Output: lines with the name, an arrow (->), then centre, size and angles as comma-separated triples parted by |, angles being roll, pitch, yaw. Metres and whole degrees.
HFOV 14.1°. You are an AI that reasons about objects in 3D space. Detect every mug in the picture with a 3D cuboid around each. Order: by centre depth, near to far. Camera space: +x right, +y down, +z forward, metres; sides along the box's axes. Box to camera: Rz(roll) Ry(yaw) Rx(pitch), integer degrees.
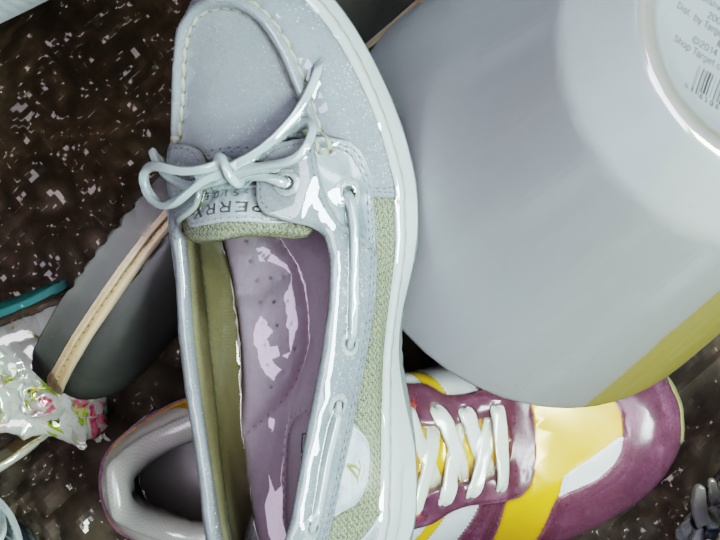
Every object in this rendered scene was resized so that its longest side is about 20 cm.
mug -> 0.104, -0.052, 0.912 | 0.186, 0.153, 0.150 | -16, 81, -26

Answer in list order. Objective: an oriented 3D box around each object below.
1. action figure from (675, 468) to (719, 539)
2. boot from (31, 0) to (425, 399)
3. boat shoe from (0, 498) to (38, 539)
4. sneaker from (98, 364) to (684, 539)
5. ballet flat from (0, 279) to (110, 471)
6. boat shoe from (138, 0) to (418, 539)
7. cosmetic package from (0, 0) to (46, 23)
action figure -> 0.150, 0.100, 0.963 | 0.200, 0.102, 0.119 | -31, 47, -30
boot -> 0.000, 0.000, 0.977 | 0.138, 0.077, 0.200 | 44, 80, 0
boat shoe -> -0.145, 0.100, 0.989 | 0.071, 0.072, 0.200 | -20, 132, -10
sneaker -> 0.011, 0.068, 0.986 | 0.199, 0.090, 0.075 | -10, 90, 8
ballet flat -> -0.179, 0.060, 1.020 | 0.199, 0.076, 0.064 | -17, 97, 10
boat shoe -> -0.027, 0.008, 0.897 | 0.074, 0.065, 0.203 | 2, 101, 31
cosmetic package -> -0.190, -0.106, 0.951 | 0.199, 0.074, 0.102 | -26, 87, 2
